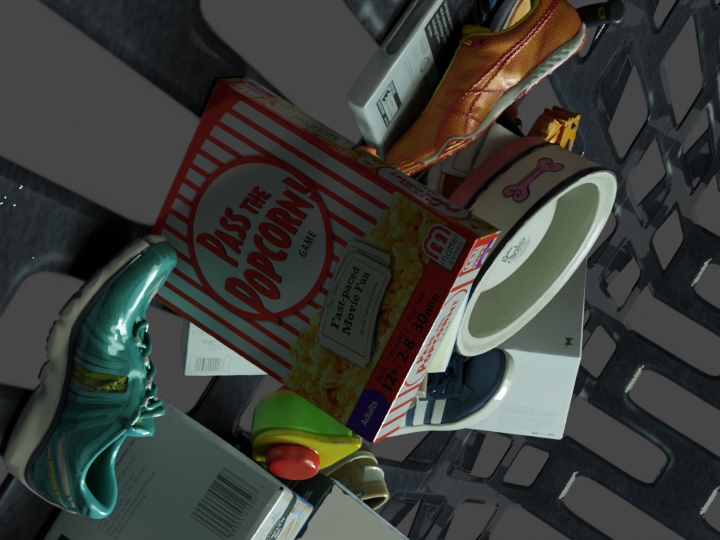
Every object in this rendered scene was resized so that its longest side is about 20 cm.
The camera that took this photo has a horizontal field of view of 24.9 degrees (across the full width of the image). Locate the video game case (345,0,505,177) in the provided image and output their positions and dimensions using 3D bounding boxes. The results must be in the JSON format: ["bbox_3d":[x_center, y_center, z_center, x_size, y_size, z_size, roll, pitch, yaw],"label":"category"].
[{"bbox_3d":[0.061,-0.172,1.326,0.182,0.023,0.200,-55,162,-8],"label":"video game case"}]

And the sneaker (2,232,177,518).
[{"bbox_3d":[-0.154,0.067,1.032,0.077,0.079,0.201,-25,143,-61],"label":"sneaker"}]

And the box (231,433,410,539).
[{"bbox_3d":[-0.085,0.261,1.368,0.104,0.182,0.200,42,77,-28],"label":"box"}]

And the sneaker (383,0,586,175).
[{"bbox_3d":[0.089,-0.150,1.310,0.200,0.077,0.073,-43,-177,-1],"label":"sneaker"}]

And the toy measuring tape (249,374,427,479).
[{"bbox_3d":[-0.030,0.107,1.212,0.074,0.074,0.200,-43,-176,-41],"label":"toy measuring tape"}]

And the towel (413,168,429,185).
[{"bbox_3d":[0.033,0.021,1.451,0.171,0.048,0.201,-57,157,-53],"label":"towel"}]

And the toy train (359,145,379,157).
[{"bbox_3d":[0.000,0.000,1.271,0.200,0.055,0.151,106,-13,-45],"label":"toy train"}]

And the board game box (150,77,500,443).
[{"bbox_3d":[-0.033,-0.009,1.035,0.046,0.200,0.152,-18,137,-64],"label":"board game box"}]

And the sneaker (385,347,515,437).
[{"bbox_3d":[0.052,0.109,1.555,0.084,0.200,0.075,36,47,-35],"label":"sneaker"}]

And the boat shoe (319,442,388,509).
[{"bbox_3d":[-0.062,0.241,1.508,0.200,0.076,0.072,-38,142,10],"label":"boat shoe"}]

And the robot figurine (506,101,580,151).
[{"bbox_3d":[0.126,-0.067,1.510,0.058,0.145,0.201,-19,129,-55],"label":"robot figurine"}]

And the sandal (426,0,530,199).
[{"bbox_3d":[0.115,-0.131,1.375,0.079,0.059,0.207,-14,127,-67],"label":"sandal"}]

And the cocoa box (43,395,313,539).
[{"bbox_3d":[-0.149,0.216,1.213,0.200,0.133,0.131,-56,164,-8],"label":"cocoa box"}]

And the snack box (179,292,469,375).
[{"bbox_3d":[-0.026,0.026,1.169,0.116,0.199,0.037,103,-18,-47],"label":"snack box"}]

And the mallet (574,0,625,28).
[{"bbox_3d":[0.172,-0.219,1.363,0.041,0.066,0.200,-10,179,-14],"label":"mallet"}]

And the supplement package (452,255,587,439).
[{"bbox_3d":[0.147,0.058,1.672,0.200,0.151,0.151,89,9,-61],"label":"supplement package"}]

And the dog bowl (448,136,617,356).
[{"bbox_3d":[0.126,-0.027,1.385,0.200,0.074,0.200,-40,157,-20],"label":"dog bowl"}]
